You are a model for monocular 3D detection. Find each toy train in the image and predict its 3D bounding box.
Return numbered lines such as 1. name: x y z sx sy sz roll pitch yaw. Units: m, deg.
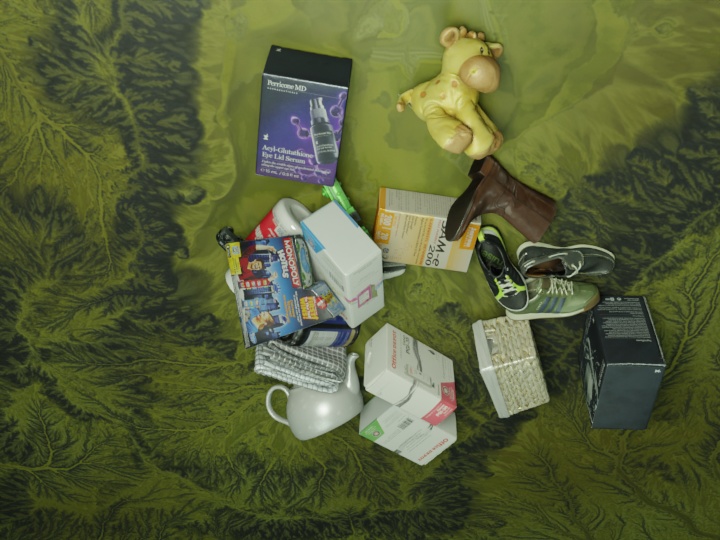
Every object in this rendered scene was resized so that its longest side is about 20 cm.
1. toy train: -0.026 -0.108 1.407 0.041 0.056 0.202 -31 99 -7
2. toy train: -0.228 -0.012 1.563 0.045 0.034 0.200 -24 124 26

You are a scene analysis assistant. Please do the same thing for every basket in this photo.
1. basket: 0.329 0.204 1.634 0.121 0.137 0.201 -16 135 13

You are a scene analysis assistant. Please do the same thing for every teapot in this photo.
1. teapot: -0.098 0.288 1.737 0.148 0.198 0.197 64 154 1

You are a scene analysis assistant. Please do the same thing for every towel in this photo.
1. towel: -0.123 0.158 1.614 0.197 0.167 0.086 20 127 -16

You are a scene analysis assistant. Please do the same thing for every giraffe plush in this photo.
1. giraffe plush: 0.170 -0.303 1.237 0.199 0.172 0.164 39 118 15

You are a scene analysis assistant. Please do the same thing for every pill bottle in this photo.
1. pill bottle: -0.104 0.098 1.531 0.197 0.113 0.112 6 136 -35
2. pill bottle: -0.173 -0.035 1.469 0.112 0.113 0.200 34 114 -24

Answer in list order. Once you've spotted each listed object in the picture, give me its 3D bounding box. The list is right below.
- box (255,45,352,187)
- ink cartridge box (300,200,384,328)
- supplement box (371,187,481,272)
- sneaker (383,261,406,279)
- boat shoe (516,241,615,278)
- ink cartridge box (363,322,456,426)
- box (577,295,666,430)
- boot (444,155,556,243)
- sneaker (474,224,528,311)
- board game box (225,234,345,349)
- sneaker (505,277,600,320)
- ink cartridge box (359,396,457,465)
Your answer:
1. box: -0.099 -0.263 1.296 0.145 0.105 0.202 8 131 -2
2. ink cartridge box: -0.031 -0.008 1.392 0.084 0.145 0.201 -33 152 -17
3. supplement box: 0.123 -0.078 1.459 0.196 0.074 0.128 7 131 -3
4. sneaker: 0.000 0.000 1.547 0.196 0.076 0.088 -4 143 16
5. boat shoe: 0.413 -0.009 1.505 0.196 0.068 0.073 4 129 -2
6. ink cartridge box: 0.111 0.231 1.672 0.198 0.148 0.083 30 125 -21
7. box: 0.542 0.192 1.581 0.121 0.198 0.203 0 130 4
8. boot: 0.266 -0.092 1.390 0.198 0.189 0.064 32 169 -23
9. sneaker: 0.270 0.007 1.487 0.071 0.083 0.202 -23 108 24
10. board game box: -0.133 0.035 1.380 0.196 0.062 0.204 -5 101 22
11. sneaker: 0.389 0.047 1.550 0.196 0.068 0.091 -11 134 17
12. ink cartridge box: 0.117 0.373 1.832 0.198 0.085 0.146 31 126 -21
